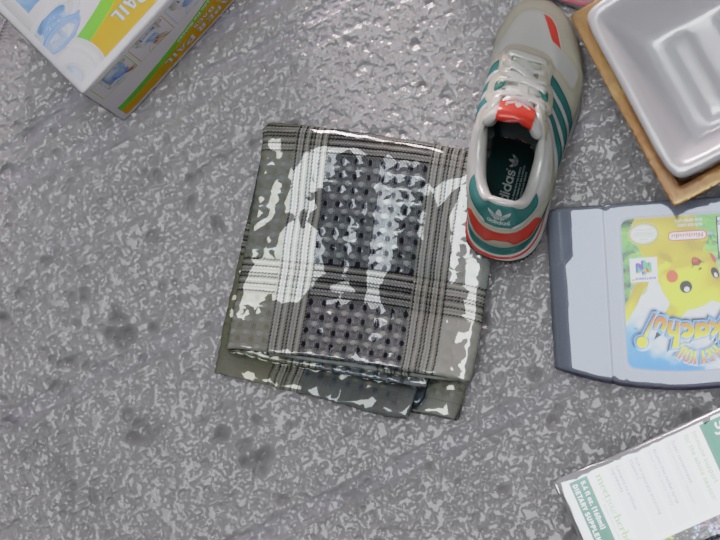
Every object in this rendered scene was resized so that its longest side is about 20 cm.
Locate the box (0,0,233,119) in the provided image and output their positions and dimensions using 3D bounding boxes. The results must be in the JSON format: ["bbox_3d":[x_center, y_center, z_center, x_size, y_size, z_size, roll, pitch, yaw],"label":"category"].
[{"bbox_3d":[-0.158,-0.227,1.410,0.112,0.101,0.200,43,92,12],"label":"box"}]

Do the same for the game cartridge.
[{"bbox_3d":[0.233,0.016,1.346,0.199,0.040,0.134,-4,87,10],"label":"game cartridge"}]

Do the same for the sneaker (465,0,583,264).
[{"bbox_3d":[0.116,-0.110,1.335,0.070,0.093,0.201,12,71,6],"label":"sneaker"}]

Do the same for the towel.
[{"bbox_3d":[0.000,0.000,1.390,0.191,0.035,0.201,10,86,11],"label":"towel"}]

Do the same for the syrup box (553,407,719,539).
[{"bbox_3d":[0.240,0.138,1.306,0.199,0.081,0.079,-25,81,8],"label":"syrup box"}]

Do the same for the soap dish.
[{"bbox_3d":[0.269,-0.154,1.328,0.199,0.081,0.158,-28,73,6],"label":"soap dish"}]

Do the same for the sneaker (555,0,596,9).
[{"bbox_3d":[0.136,-0.239,1.357,0.199,0.105,0.076,15,85,11],"label":"sneaker"}]
